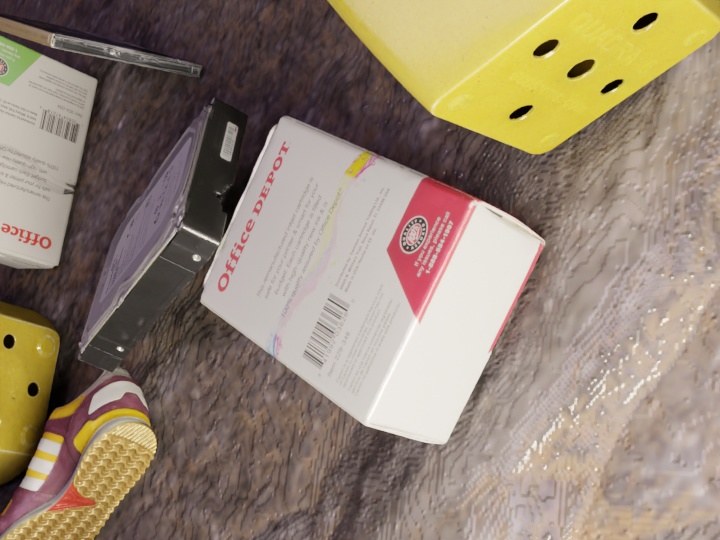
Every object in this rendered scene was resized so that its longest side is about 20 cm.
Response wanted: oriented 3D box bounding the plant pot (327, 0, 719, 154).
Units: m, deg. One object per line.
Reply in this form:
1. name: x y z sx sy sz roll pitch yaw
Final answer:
1. plant pot: 0.091 -0.185 0.593 0.199 0.199 0.178 -34 65 30

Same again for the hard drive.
1. hard drive: -0.159 -0.025 0.814 0.200 0.038 0.141 -44 30 42

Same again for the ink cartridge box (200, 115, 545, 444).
1. ink cartridge box: 0.000 0.000 0.676 0.199 0.085 0.149 31 97 47

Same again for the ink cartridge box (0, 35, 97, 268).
1. ink cartridge box: -0.357 -0.115 1.013 0.084 0.145 0.202 -3 73 44

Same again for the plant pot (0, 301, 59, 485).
1. plant pot: -0.391 0.103 0.944 0.198 0.194 0.198 -3 73 33

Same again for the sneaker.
1. sneaker: -0.245 0.170 0.864 0.200 0.075 0.090 -45 41 14

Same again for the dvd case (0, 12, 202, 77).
1. dvd case: -0.260 -0.214 0.956 0.199 0.148 0.016 24 105 45
